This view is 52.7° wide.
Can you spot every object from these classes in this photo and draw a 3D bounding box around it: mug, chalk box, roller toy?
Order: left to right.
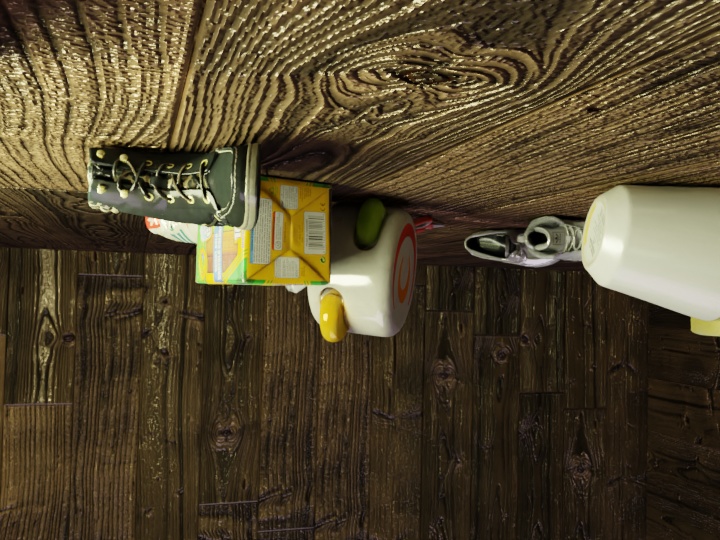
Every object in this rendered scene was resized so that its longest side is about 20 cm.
[{"bbox_3d":[-0.137,-0.044,0.937,0.121,0.128,0.198,2,177,-35],"label":"chalk box"},{"bbox_3d":[0.000,0.000,1.065,0.136,0.206,0.182,6,-179,17],"label":"roller toy"},{"bbox_3d":[0.339,-0.028,0.853,0.149,0.154,0.187,9,172,0],"label":"mug"}]

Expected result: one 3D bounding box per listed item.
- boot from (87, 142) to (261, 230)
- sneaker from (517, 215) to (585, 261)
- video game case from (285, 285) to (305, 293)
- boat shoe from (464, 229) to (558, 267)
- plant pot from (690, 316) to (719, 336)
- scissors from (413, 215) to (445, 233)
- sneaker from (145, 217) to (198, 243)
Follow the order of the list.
[{"bbox_3d":[-0.174,-0.080,0.673,0.150,0.076,0.203,5,178,-19],"label":"boot"},{"bbox_3d":[0.353,-0.047,1.181,0.196,0.078,0.114,5,-177,34],"label":"sneaker"},{"bbox_3d":[-0.058,-0.022,1.416,0.198,0.022,0.182,-35,-175,-8],"label":"video game case"},{"bbox_3d":[0.298,-0.043,1.417,0.195,0.076,0.065,-1,-178,27],"label":"boat shoe"},{"bbox_3d":[0.490,-0.011,0.869,0.194,0.146,0.200,-9,179,0],"label":"plant pot"},{"bbox_3d":[0.123,-0.079,1.263,0.073,0.014,0.198,-36,167,36],"label":"scissors"},{"bbox_3d":[-0.264,-0.070,1.051,0.091,0.073,0.199,-4,-177,-15],"label":"sneaker"}]
